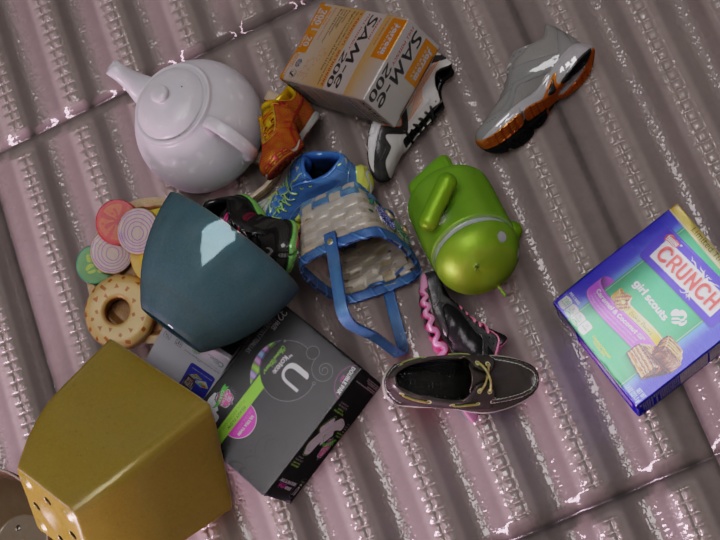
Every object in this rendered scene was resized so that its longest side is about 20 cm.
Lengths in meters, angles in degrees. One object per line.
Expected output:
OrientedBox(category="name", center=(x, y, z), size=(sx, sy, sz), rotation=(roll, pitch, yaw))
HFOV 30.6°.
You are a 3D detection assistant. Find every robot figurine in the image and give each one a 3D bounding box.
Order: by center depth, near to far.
OrientedBox(category="robot figurine", center=(0.131, -0.053, 1.680), size=(0.115, 0.175, 0.201), rotation=(-38, 47, 17))

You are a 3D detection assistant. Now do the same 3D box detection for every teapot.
OrientedBox(category="teapot", center=(-0.233, -0.209, 1.794), size=(0.198, 0.146, 0.200), rotation=(-17, 65, 19))

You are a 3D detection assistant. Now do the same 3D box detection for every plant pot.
OrientedBox(category="plant pot", center=(-0.194, 0.019, 1.613), size=(0.199, 0.200, 0.135), rotation=(33, 80, 19))
OrientedBox(category="plant pot", center=(-0.304, 0.247, 1.626), size=(0.193, 0.197, 0.200), rotation=(27, 49, 32))
OrientedBox(category="plant pot", center=(-0.472, 0.365, 1.734), size=(0.197, 0.134, 0.203), rotation=(-3, 76, 14))

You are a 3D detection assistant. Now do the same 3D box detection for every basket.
OrientedBox(category="basket", center=(0.000, 0.000, 1.687), size=(0.138, 0.176, 0.202), rotation=(-18, 65, 20))

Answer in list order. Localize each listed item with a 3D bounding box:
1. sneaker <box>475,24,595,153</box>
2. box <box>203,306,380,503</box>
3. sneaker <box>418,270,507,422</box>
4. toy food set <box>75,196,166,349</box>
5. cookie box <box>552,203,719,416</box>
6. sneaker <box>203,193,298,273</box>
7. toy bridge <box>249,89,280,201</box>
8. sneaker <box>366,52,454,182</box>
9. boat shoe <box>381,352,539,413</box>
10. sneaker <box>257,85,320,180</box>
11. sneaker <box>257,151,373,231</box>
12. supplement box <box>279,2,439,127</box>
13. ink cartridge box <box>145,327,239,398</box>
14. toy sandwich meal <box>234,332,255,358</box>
OrientedBox(category="sneaker", center=(0.217, -0.243, 1.754), size=(0.200, 0.076, 0.092), rotation=(-43, 63, -7))
OrientedBox(category="box", center=(-0.098, 0.173, 1.695), size=(0.148, 0.124, 0.201), rotation=(37, 86, 20))
OrientedBox(category="sneaker", center=(0.137, 0.087, 1.686), size=(0.094, 0.079, 0.202), rotation=(-22, 83, 1))
OrientedBox(category="toy food set", center=(-0.283, -0.003, 1.747), size=(0.197, 0.049, 0.201), rotation=(-13, 83, 14))
OrientedBox(category="cookie box", center=(0.370, 0.049, 1.634), size=(0.199, 0.075, 0.172), rotation=(-38, 70, 2))
OrientedBox(category="sneaker", center=(-0.144, -0.045, 1.705), size=(0.199, 0.083, 0.078), rotation=(28, 112, 52))
OrientedBox(category="toy bridge", center=(-0.139, -0.155, 1.837), size=(0.067, 0.027, 0.202), rotation=(23, 83, 17))
OrientedBox(category="sneaker", center=(0.066, -0.212, 1.776), size=(0.079, 0.074, 0.202), rotation=(17, 82, 15))
OrientedBox(category="boat shoe", center=(0.128, 0.138, 1.612), size=(0.198, 0.061, 0.073), rotation=(-2, 79, -8))
OrientedBox(category="sneaker", center=(-0.111, -0.181, 1.749), size=(0.077, 0.201, 0.073), rotation=(41, 115, -14))
OrientedBox(category="sneaker", center=(-0.086, -0.110, 1.759), size=(0.198, 0.105, 0.076), rotation=(-22, 52, 16))
OrientedBox(category="supplement box", center=(-0.005, -0.279, 1.763), size=(0.199, 0.073, 0.127), rotation=(22, 81, 49))
OrientedBox(category="ink cartridge box", center=(-0.241, 0.145, 1.734), size=(0.099, 0.039, 0.201), rotation=(34, 125, 0))
OrientedBox(category="toy sandwich meal", center=(-0.207, 0.055, 1.778), size=(0.202, 0.070, 0.208), rotation=(-3, 76, 13))
